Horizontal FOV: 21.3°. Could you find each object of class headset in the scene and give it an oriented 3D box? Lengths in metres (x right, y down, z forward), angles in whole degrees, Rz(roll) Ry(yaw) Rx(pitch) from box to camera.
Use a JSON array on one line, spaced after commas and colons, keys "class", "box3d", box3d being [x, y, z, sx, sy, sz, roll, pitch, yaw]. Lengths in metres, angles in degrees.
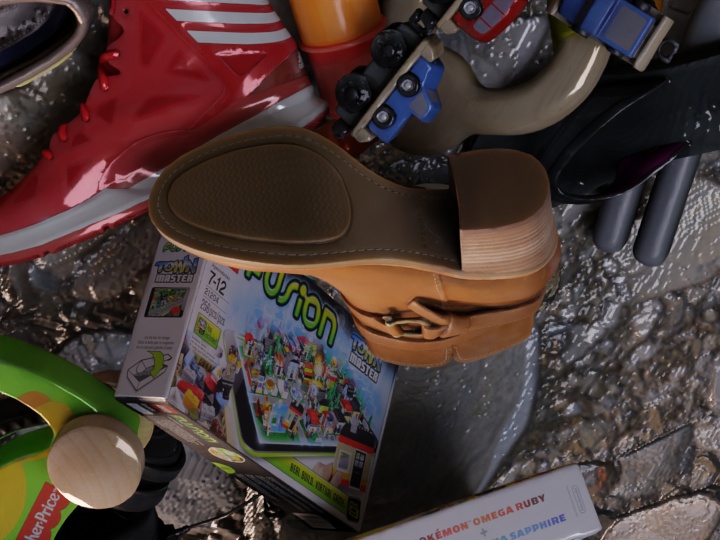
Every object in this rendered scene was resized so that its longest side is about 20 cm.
[{"class": "headset", "box3d": [-0.136, 0.120, 1.079, 0.198, 0.094, 0.124, 5, 118, -12]}]

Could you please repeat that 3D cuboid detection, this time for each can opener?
[{"class": "can opener", "box3d": [0.178, -0.095, 1.102, 0.052, 0.066, 0.201, 21, 119, 13]}]

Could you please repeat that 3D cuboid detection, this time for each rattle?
[{"class": "rattle", "box3d": [0.057, -0.118, 1.050, 0.200, 0.143, 0.130, -42, 96, 20]}]

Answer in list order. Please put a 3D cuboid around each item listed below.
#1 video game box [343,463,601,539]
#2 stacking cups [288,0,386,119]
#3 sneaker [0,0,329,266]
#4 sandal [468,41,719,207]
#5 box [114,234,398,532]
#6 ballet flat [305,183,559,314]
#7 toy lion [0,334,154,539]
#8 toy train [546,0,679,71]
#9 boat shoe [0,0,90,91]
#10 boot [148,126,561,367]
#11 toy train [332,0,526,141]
[{"class": "video game box", "box3d": [0.021, 0.169, 1.107, 0.181, 0.200, 0.047, -19, 83, -18]}, {"class": "stacking cups", "box3d": [-0.020, -0.174, 0.941, 0.060, 0.061, 0.201, -25, 117, -11]}, {"class": "sneaker", "box3d": [-0.125, -0.086, 0.968, 0.199, 0.078, 0.116, -24, 96, 3]}, {"class": "sandal", "box3d": [0.145, -0.076, 1.056, 0.199, 0.048, 0.076, -19, 120, 22]}, {"class": "box", "box3d": [-0.049, 0.056, 1.030, 0.200, 0.034, 0.111, 41, 56, -50]}, {"class": "ballet flat", "box3d": [0.053, -0.016, 1.044, 0.199, 0.068, 0.075, 8, 149, -37]}, {"class": "toy lion", "box3d": [-0.228, 0.113, 0.988, 0.191, 0.069, 0.201, 27, 114, -10]}, {"class": "toy train", "box3d": [0.070, -0.160, 0.948, 0.199, 0.046, 0.034, 33, 101, 9]}, {"class": "boat shoe", "box3d": [-0.222, -0.097, 0.894, 0.199, 0.060, 0.072, -23, 126, -13]}, {"class": "boot", "box3d": [0.000, 0.000, 0.955, 0.198, 0.074, 0.155, 3, 153, 4]}, {"class": "toy train", "box3d": [0.057, -0.134, 0.909, 0.046, 0.034, 0.200, 41, 107, 0]}]
